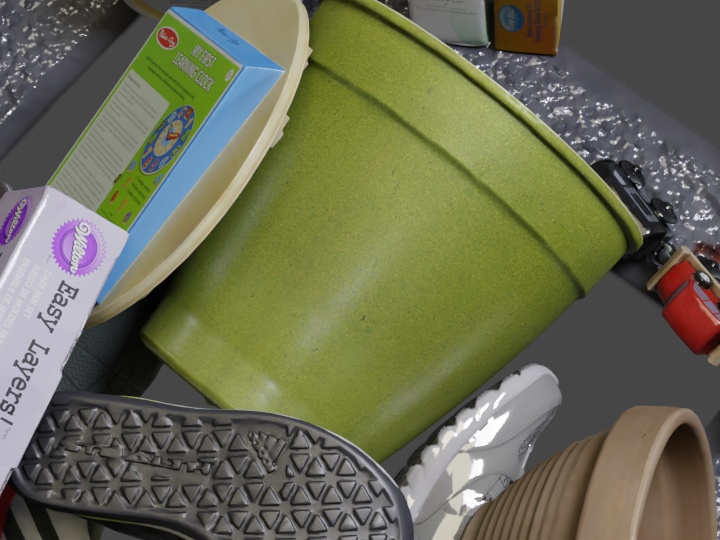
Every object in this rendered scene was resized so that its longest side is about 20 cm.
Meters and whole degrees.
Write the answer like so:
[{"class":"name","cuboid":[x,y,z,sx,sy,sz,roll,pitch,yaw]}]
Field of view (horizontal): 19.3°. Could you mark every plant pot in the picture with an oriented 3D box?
[{"class":"plant pot","cuboid":[0.000,0.000,1.031,0.200,0.200,0.193,37,86,18]},{"class":"plant pot","cuboid":[0.095,0.157,0.944,0.092,0.201,0.201,5,66,21]}]

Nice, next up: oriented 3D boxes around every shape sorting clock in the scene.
[{"class":"shape sorting clock","cuboid":[-0.094,-0.054,1.019,0.039,0.200,0.200,33,67,-26]}]

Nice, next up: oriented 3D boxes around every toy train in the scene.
[{"class":"toy train","cuboid":[0.175,0.020,1.071,0.034,0.046,0.200,-47,66,26]}]

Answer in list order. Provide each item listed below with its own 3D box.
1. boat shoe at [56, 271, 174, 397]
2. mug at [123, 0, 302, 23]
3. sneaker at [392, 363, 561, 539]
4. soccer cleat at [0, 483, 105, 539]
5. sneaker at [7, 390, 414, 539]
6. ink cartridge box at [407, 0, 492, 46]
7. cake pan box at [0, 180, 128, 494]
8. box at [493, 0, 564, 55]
[{"class":"boat shoe","cuboid":[-0.132,0.018,1.088,0.202,0.074,0.065,-46,30,-15]},{"class":"mug","cuboid":[-0.083,-0.209,1.164,0.149,0.186,0.154,17,74,-24]},{"class":"sneaker","cuboid":[0.044,0.136,1.030,0.082,0.075,0.200,36,78,1]},{"class":"soccer cleat","cuboid":[-0.147,0.179,0.994,0.085,0.069,0.201,3,66,4]},{"class":"sneaker","cuboid":[-0.066,0.096,0.962,0.199,0.083,0.072,16,80,14]},{"class":"ink cartridge box","cuboid":[0.050,-0.236,1.111,0.050,0.200,0.161,6,67,6]},{"class":"cake pan box","cuboid":[-0.200,0.055,0.983,0.052,0.184,0.200,33,73,-28]},{"class":"box","cuboid":[0.101,-0.233,1.151,0.041,0.119,0.201,4,66,7]}]
